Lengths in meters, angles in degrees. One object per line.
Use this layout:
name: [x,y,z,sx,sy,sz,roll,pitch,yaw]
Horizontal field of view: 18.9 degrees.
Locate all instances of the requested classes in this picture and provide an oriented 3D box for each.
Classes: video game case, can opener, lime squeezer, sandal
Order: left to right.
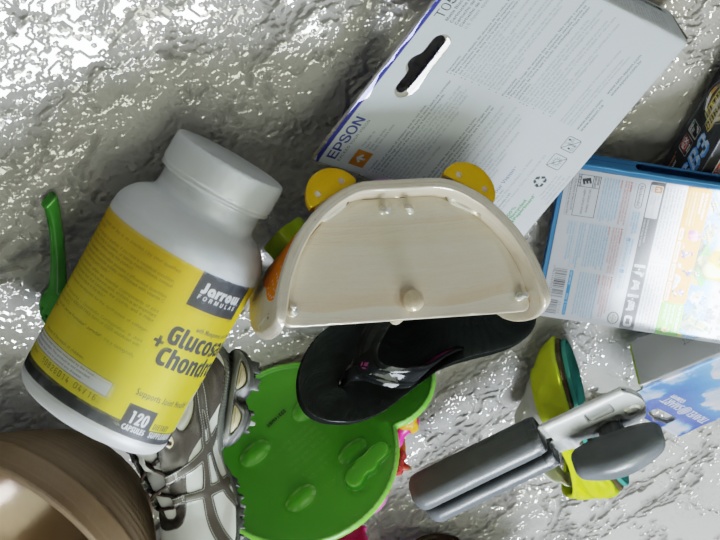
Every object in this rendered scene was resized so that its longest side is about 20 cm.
lime squeezer: [-0.183,0.023,1.517,0.071,0.038,0.200,-57,136,-12]
sandal: [0.041,0.049,1.591,0.200,0.076,0.048,-25,169,-20]
can opener: [0.133,0.145,1.661,0.199,0.067,0.053,-23,142,15]
video game case: [0.238,-0.011,1.597,0.199,0.018,0.144,9,126,2]

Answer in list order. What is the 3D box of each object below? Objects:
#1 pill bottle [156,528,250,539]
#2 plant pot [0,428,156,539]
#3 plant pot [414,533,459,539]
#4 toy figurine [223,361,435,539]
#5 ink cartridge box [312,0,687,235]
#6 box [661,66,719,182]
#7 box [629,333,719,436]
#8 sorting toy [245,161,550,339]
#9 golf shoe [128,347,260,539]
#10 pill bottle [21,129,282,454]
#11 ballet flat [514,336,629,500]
pill bottle: [-0.101,0.291,1.681,0.108,0.200,0.109,-12,136,-12]
plant pot: [-0.216,0.182,1.573,0.093,0.200,0.202,-49,150,-36]
plant pot: [0.055,0.343,1.820,0.199,0.201,0.199,15,117,-34]
toy figurine: [-0.019,0.162,1.676,0.200,0.150,0.184,-42,154,-17]
ink cartridge box: [0.091,-0.128,1.478,0.199,0.041,0.200,20,122,-36]
box: [0.318,-0.065,1.634,0.197,0.050,0.201,5,130,-26]
box: [0.309,0.065,1.714,0.199,0.048,0.122,-25,149,26]
sorting toy: [0.000,0.000,1.502,0.199,0.108,0.180,-3,169,-23]
golf shoe: [-0.131,0.146,1.533,0.094,0.201,0.078,16,159,-36]
pill bottle: [-0.134,0.013,1.440,0.112,0.112,0.201,24,99,-38]
ballet flat: [0.162,0.128,1.744,0.067,0.067,0.200,-14,140,15]
